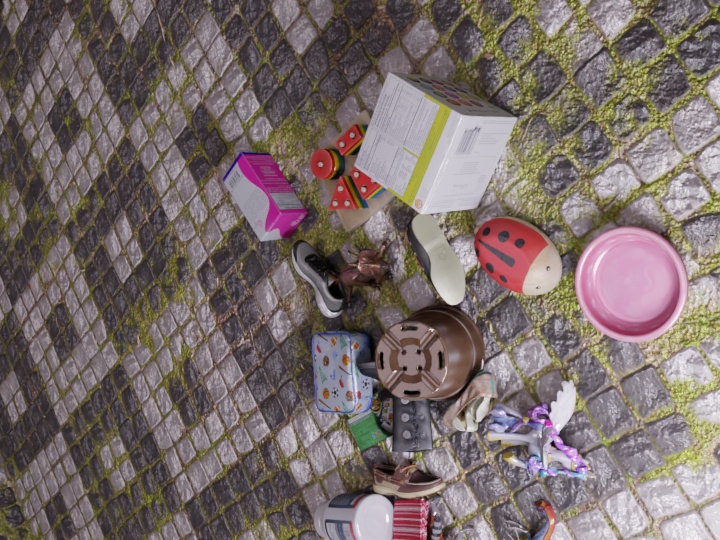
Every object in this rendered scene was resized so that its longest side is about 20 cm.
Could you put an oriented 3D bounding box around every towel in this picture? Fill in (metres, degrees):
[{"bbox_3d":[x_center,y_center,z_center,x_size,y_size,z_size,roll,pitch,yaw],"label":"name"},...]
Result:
[{"bbox_3d":[0.106,0.598,1.701,0.144,0.022,0.203,146,130,-61],"label":"towel"}]

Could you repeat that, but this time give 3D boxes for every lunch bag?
[{"bbox_3d":[-0.047,0.231,1.837,0.159,0.075,0.203,-6,85,46],"label":"lunch bag"}]

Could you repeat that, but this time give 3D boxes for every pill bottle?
[{"bbox_3d":[-0.019,0.580,1.832,0.199,0.119,0.121,-20,83,52],"label":"pill bottle"}]

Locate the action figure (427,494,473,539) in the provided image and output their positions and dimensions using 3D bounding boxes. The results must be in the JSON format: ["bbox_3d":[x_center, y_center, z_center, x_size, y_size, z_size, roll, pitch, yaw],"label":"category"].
[{"bbox_3d":[0.141,0.591,1.720,0.199,0.104,0.196,30,105,33],"label":"action figure"}]

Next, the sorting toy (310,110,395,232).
[{"bbox_3d":[-0.021,-0.219,1.767,0.198,0.069,0.202,-36,73,37],"label":"sorting toy"}]

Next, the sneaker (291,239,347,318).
[{"bbox_3d":[-0.091,0.009,1.849,0.201,0.074,0.079,57,140,11],"label":"sneaker"}]

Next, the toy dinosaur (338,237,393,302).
[{"bbox_3d":[0.000,0.000,1.735,0.200,0.135,0.087,-38,72,37],"label":"toy dinosaur"}]

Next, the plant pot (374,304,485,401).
[{"bbox_3d":[0.131,0.172,1.572,0.198,0.198,0.203,0,89,21],"label":"plant pot"}]

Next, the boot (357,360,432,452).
[{"bbox_3d":[0.076,0.296,1.727,0.163,0.065,0.203,-6,88,24],"label":"boot"}]

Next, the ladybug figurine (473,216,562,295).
[{"bbox_3d":[0.293,-0.028,1.524,0.199,0.071,0.137,33,116,33],"label":"ladybug figurine"}]

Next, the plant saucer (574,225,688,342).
[{"bbox_3d":[0.479,0.022,1.388,0.199,0.051,0.204,5,98,40],"label":"plant saucer"}]

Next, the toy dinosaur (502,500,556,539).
[{"bbox_3d":[0.349,0.554,1.578,0.199,0.105,0.182,38,110,-12],"label":"toy dinosaur"}]

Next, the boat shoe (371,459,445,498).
[{"bbox_3d":[0.100,0.459,1.756,0.199,0.072,0.073,-11,90,47],"label":"boat shoe"}]

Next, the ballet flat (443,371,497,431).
[{"bbox_3d":[0.221,0.285,1.599,0.201,0.067,0.068,111,152,-46],"label":"ballet flat"}]

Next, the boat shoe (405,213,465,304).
[{"bbox_3d":[0.158,-0.023,1.650,0.203,0.073,0.063,64,165,2],"label":"boat shoe"}]

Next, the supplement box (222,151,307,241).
[{"bbox_3d":[-0.234,-0.182,1.933,0.101,0.103,0.201,-47,65,33],"label":"supplement box"}]

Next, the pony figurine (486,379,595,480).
[{"bbox_3d":[0.341,0.314,1.498,0.198,0.167,0.195,10,134,35],"label":"pony figurine"}]

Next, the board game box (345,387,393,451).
[{"bbox_3d":[0.050,0.332,1.811,0.199,0.023,0.106,-34,76,37],"label":"board game box"}]

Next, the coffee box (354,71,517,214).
[{"bbox_3d":[0.143,-0.250,1.538,0.197,0.198,0.202,38,119,31],"label":"coffee box"}]
